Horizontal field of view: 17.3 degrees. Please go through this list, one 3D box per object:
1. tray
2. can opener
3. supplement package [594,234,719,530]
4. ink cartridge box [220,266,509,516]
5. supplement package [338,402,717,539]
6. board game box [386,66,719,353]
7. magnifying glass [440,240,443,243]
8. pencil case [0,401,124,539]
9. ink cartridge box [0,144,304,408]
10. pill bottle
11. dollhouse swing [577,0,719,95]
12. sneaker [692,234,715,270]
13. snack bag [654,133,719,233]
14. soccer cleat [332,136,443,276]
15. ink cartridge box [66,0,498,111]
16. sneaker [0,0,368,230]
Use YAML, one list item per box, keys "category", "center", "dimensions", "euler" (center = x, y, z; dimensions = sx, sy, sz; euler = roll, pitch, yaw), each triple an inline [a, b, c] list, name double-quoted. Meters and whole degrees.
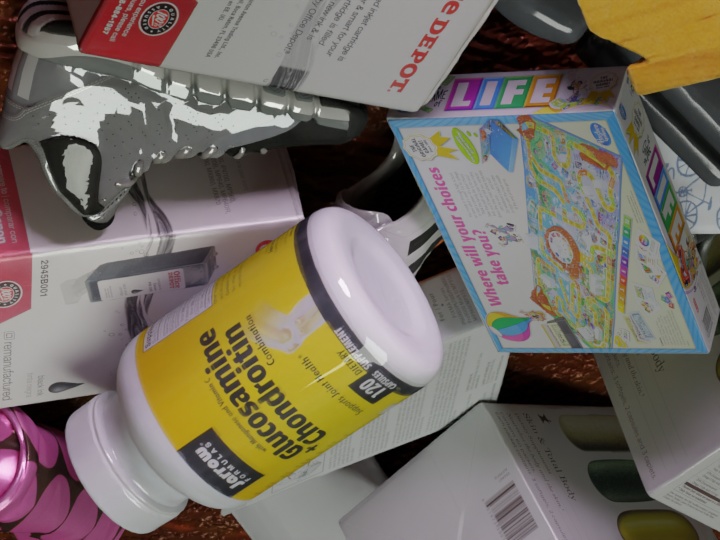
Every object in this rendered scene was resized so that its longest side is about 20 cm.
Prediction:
- category: "tray"
  center: [-0.031, 0.158, 1.655]
  dimensions: [0.107, 0.022, 0.200]
  euler: [-22, 144, 6]
- category: "can opener"
  center: [0.135, -0.112, 1.274]
  dimensions: [0.200, 0.067, 0.053]
  euler: [43, 147, -13]
- category: "supplement package"
  center: [0.279, 0.053, 1.529]
  dimensions: [0.200, 0.152, 0.150]
  euler: [-37, 139, 24]
- category: "ink cartridge box"
  center: [-0.002, 0.074, 1.489]
  dimensions: [0.199, 0.057, 0.163]
  euler: [-17, 157, -11]
- category: "supplement package"
  center: [0.124, 0.193, 1.623]
  dimensions: [0.151, 0.152, 0.200]
  euler: [-42, 153, 28]
- category: "board game box"
  center: [0.111, -0.029, 1.324]
  dimensions: [0.134, 0.034, 0.200]
  euler: [0, 139, 26]
- category: "magnifying glass"
  center: [-0.007, 0.011, 1.446]
  dimensions: [0.200, 0.080, 0.022]
  euler: [-35, 108, 8]
- category: "pencil case"
  center: [-0.212, 0.128, 1.453]
  dimensions: [0.093, 0.091, 0.200]
  euler: [-9, 162, 12]
- category: "ink cartridge box"
  center: [-0.140, -0.003, 1.350]
  dimensions: [0.199, 0.085, 0.146]
  euler: [-9, 144, -16]
- category: "pill bottle"
  center: [-0.062, 0.061, 1.301]
  dimensions: [0.200, 0.112, 0.112]
  euler: [-35, 141, 19]
- category: "dollhouse swing"
  center: [0.201, -0.227, 1.168]
  dimensions: [0.181, 0.176, 0.201]
  euler: [-11, 113, 37]
- category: "sneaker"
  center: [0.190, -0.064, 1.404]
  dimensions: [0.074, 0.085, 0.200]
  euler: [-13, 137, -7]
- category: "snack bag"
  center: [0.245, -0.109, 1.358]
  dimensions: [0.199, 0.021, 0.189]
  euler: [-1, 111, -22]
- category: "soccer cleat"
  center: [0.000, 0.000, 1.368]
  dimensions: [0.200, 0.068, 0.085]
  euler: [-57, 141, -7]
- category: "ink cartridge box"
  center: [-0.031, -0.168, 1.181]
  dimensions: [0.199, 0.084, 0.144]
  euler: [9, 135, -30]
- category: "sneaker"
  center: [-0.102, -0.071, 1.263]
  dimensions: [0.199, 0.075, 0.116]
  euler: [14, 112, -23]
